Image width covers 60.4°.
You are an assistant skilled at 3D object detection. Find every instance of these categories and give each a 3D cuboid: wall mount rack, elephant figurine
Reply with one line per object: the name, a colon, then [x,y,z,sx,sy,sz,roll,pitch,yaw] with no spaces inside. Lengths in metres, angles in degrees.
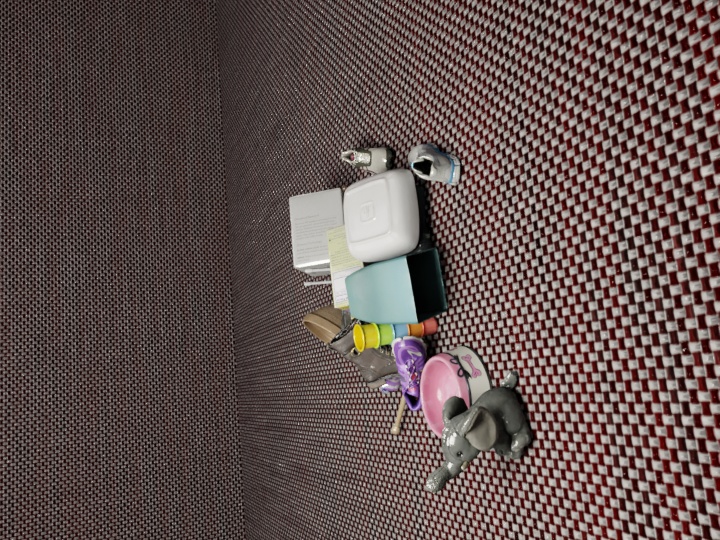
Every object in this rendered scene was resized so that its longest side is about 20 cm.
wall mount rack: [-0.074,0.042,1.780,0.075,0.172,0.201,-54,-6,-21]
elephant figurine: [0.207,0.296,1.140,0.143,0.194,0.158,117,143,-46]

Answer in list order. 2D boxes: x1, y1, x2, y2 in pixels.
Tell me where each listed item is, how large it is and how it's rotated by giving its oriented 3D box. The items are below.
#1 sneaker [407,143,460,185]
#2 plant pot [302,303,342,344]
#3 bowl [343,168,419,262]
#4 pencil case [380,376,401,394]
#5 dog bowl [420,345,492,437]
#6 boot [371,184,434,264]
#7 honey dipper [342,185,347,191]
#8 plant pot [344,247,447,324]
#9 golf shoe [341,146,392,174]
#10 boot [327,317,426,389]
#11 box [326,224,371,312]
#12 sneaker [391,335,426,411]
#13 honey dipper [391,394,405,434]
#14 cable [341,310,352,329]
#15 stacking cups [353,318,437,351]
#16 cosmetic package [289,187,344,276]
sneaker: [0.144,-0.246,1.397,0.200,0.084,0.077,-141,53,-61]
plant pot: [-0.067,0.166,1.822,0.094,0.200,0.200,-56,19,-16]
bowl: [0.036,-0.129,1.443,0.196,0.074,0.207,-12,78,38]
pencil case: [0.081,0.200,1.552,0.084,0.083,0.206,-53,-24,-68]
dog bowl: [0.196,0.266,1.314,0.199,0.072,0.207,179,90,-66]
boot: [0.090,-0.099,1.497,0.198,0.075,0.173,-24,70,43]
honey dipper: [-0.012,-0.237,1.810,0.199,0.037,0.039,-154,66,-68]
plant pot: [0.070,0.042,1.392,0.196,0.140,0.146,-9,93,38]
golf shoe: [0.019,-0.296,1.672,0.199,0.086,0.080,21,108,63]
boot: [0.040,0.176,1.455,0.198,0.175,0.070,-35,21,11]
box: [0.000,0.000,1.601,0.094,0.175,0.207,-13,74,22]
sneaker: [0.120,0.233,1.394,0.084,0.078,0.204,-89,-13,-56]
honey dipper: [0.105,0.325,1.539,0.038,0.037,0.205,-128,44,-52]
cable: [-0.030,0.110,1.690,0.097,0.049,0.207,145,120,-67]
stacking cups: [0.081,0.136,1.411,0.060,0.195,0.063,-9,90,65]
cosmetic package: [-0.099,-0.105,1.779,0.165,0.160,0.207,34,-131,-72]
